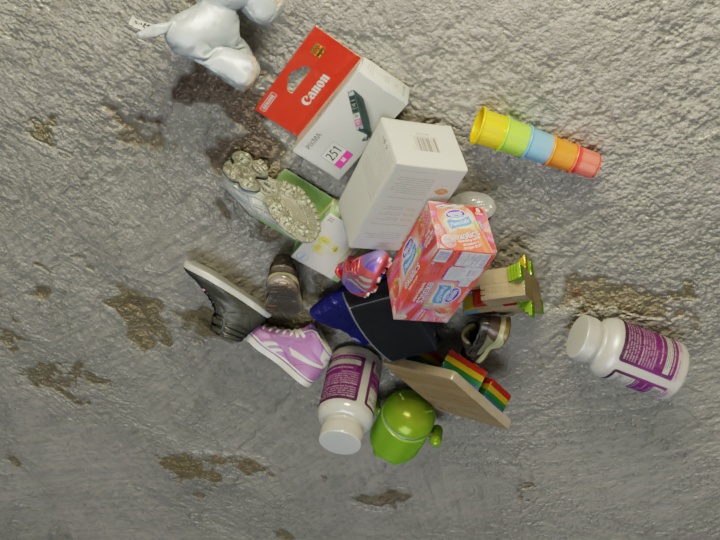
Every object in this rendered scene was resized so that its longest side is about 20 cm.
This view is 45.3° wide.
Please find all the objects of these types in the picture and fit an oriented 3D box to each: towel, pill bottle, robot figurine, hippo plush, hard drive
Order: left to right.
[{"bbox_3d":[-0.197,-0.367,1.202,0.199,0.159,0.161,23,107,-32],"label":"hippo plush"},{"bbox_3d":[-0.024,0.260,1.725,0.112,0.201,0.113,7,137,7],"label":"pill bottle"},{"bbox_3d":[0.018,0.059,1.634,0.147,0.050,0.200,31,134,-27],"label":"towel"},{"bbox_3d":[0.062,0.097,1.601,0.134,0.042,0.200,-15,136,23],"label":"hard drive"},{"bbox_3d":[0.089,0.334,1.847,0.175,0.116,0.200,26,136,4],"label":"robot figurine"},{"bbox_3d":[0.482,0.152,1.565,0.199,0.113,0.112,21,136,-8],"label":"pill bottle"}]

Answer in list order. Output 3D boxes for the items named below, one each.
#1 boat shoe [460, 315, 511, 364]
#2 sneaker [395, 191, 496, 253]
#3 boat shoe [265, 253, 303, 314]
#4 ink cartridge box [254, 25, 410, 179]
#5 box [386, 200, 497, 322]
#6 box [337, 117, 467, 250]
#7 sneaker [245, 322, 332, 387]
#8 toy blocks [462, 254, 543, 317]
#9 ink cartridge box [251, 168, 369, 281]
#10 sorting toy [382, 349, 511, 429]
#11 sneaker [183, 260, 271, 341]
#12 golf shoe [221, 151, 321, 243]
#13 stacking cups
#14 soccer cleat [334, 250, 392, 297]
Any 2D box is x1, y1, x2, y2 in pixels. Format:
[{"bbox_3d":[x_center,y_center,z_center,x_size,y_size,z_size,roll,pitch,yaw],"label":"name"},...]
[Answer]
[{"bbox_3d":[0.219,0.122,1.606,0.065,0.073,0.200,19,154,-6],"label":"boat shoe"},{"bbox_3d":[0.163,-0.057,1.460,0.200,0.076,0.114,-25,131,34],"label":"sneaker"},{"bbox_3d":[-0.139,0.027,1.620,0.074,0.074,0.200,7,158,-5],"label":"boat shoe"},{"bbox_3d":[-0.049,-0.252,1.327,0.173,0.044,0.200,30,134,-19],"label":"ink cartridge box"},{"bbox_3d":[0.124,-0.010,1.375,0.102,0.095,0.200,5,143,-18],"label":"box"},{"bbox_3d":[0.061,-0.130,1.357,0.124,0.098,0.200,3,142,-25],"label":"box"},{"bbox_3d":[-0.147,0.130,1.742,0.200,0.073,0.114,37,101,-3],"label":"sneaker"},{"bbox_3d":[0.233,0.040,1.503,0.136,0.100,0.200,-8,165,21],"label":"toy blocks"},{"bbox_3d":[-0.084,-0.075,1.517,0.199,0.048,0.146,28,136,-19],"label":"ink cartridge box"},{"bbox_3d":[0.180,0.217,1.693,0.199,0.070,0.200,42,159,-33],"label":"sorting toy"},{"bbox_3d":[-0.276,0.066,1.662,0.200,0.071,0.099,37,93,-22],"label":"sneaker"},{"bbox_3d":[-0.153,-0.115,1.467,0.200,0.078,0.097,43,152,-2],"label":"golf shoe"},{"bbox_3d":[0.269,-0.192,1.304,0.199,0.061,0.061,15,137,-7],"label":"stacking cups"},{"bbox_3d":[0.000,0.000,1.452,0.076,0.067,0.200,31,167,-1],"label":"soccer cleat"}]
